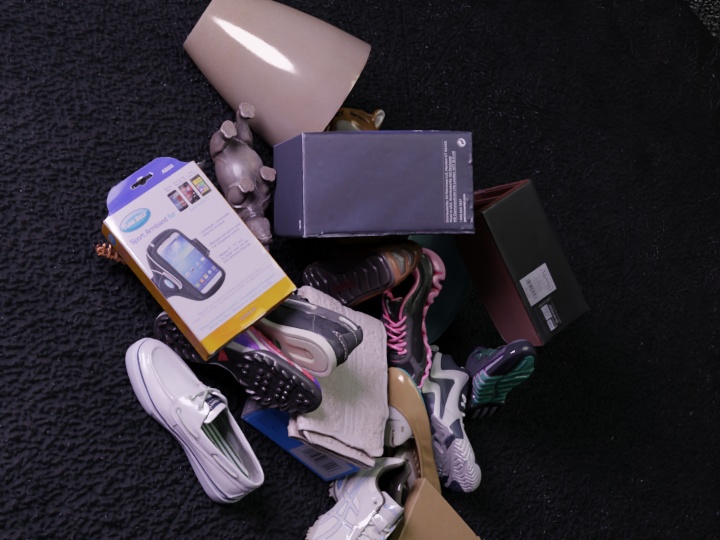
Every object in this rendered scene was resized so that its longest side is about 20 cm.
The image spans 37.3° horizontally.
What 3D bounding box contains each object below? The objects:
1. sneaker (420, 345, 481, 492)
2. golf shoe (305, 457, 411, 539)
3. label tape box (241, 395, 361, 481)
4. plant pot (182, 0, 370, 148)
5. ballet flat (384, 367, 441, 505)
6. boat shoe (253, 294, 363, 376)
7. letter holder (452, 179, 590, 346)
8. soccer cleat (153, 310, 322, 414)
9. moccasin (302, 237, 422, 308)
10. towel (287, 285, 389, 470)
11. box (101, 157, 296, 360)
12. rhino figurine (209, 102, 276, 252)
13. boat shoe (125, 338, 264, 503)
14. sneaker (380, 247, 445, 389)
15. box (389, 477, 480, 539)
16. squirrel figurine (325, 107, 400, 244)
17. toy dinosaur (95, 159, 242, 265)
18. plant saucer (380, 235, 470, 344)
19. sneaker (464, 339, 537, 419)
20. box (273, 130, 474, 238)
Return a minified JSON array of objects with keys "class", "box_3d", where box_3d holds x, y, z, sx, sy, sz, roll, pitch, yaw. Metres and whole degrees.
[{"class":"sneaker","box_3d":[0.122,0.188,1.438,0.130,0.079,0.199,-32,83,-46]},{"class":"golf shoe","box_3d":[0.001,0.290,1.214,0.078,0.097,0.200,45,41,-25]},{"class":"label tape box","box_3d":[-0.049,0.128,1.284,0.144,0.063,0.200,42,41,-27]},{"class":"plant pot","box_3d":[-0.120,-0.272,1.381,0.200,0.187,0.187,34,43,-13]},{"class":"ballet flat","box_3d":[0.055,0.217,1.315,0.063,0.069,0.200,-34,116,-40]},{"class":"boat shoe","box_3d":[-0.086,0.057,1.192,0.068,0.200,0.072,-42,135,-32]},{"class":"letter holder","box_3d":[0.196,-0.006,1.460,0.101,0.142,0.200,-33,103,-29]},{"class":"soccer cleat","box_3d":[-0.124,0.086,1.160,0.200,0.068,0.073,26,36,8]},{"class":"moccasin","box_3d":[-0.001,-0.002,1.311,0.078,0.201,0.074,-28,91,-38]},{"class":"towel","box_3d":[-0.024,0.122,1.235,0.132,0.034,0.200,29,48,-37]},{"class":"box","box_3d":[-0.175,-0.020,1.115,0.119,0.041,0.200,-38,85,-23]},{"class":"rhino figurine","box_3d":[-0.138,-0.097,1.307,0.060,0.087,0.200,-10,75,-24]},{"class":"boat shoe","box_3d":[-0.166,0.150,1.124,0.200,0.067,0.074,56,36,-8]},{"class":"sneaker","box_3d":[0.049,0.063,1.344,0.095,0.079,0.200,23,73,-65]},{"class":"box","box_3d":[0.080,0.375,1.273,0.164,0.021,0.200,51,48,-26]},{"class":"squirrel figurine","box_3d":[0.014,-0.132,1.499,0.200,0.141,0.187,33,33,-54]},{"class":"toy dinosaur","box_3d":[-0.203,-0.046,1.192,0.200,0.102,0.136,-25,103,-70]},{"class":"plant saucer","box_3d":[0.086,0.009,1.481,0.200,0.036,0.200,-27,127,-43]},{"class":"sneaker","box_3d":[0.176,0.128,1.471,0.074,0.200,0.088,-3,59,-20]},{"class":"box","box_3d":[0.009,-0.099,1.256,0.198,0.200,0.123,-3,93,-14]}]
